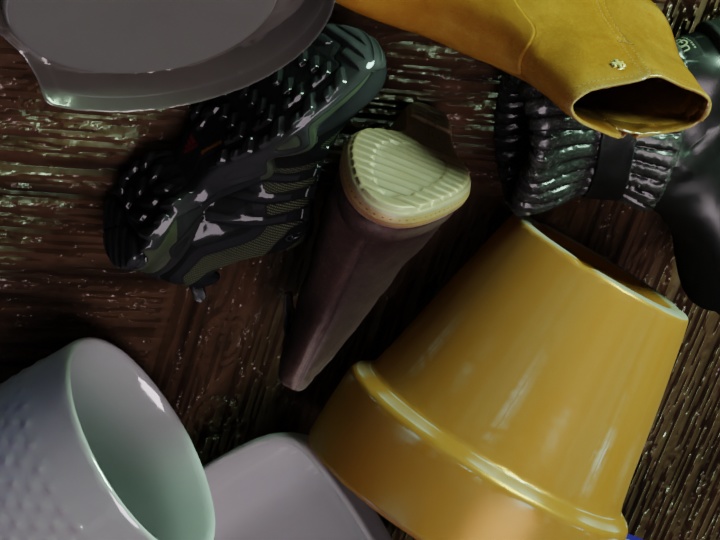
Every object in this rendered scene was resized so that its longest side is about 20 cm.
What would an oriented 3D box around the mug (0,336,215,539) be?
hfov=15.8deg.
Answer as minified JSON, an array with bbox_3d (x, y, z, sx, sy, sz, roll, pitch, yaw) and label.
[{"bbox_3d":[-0.185,0.166,1.537,0.175,0.148,0.200,-30,97,17],"label":"mug"}]

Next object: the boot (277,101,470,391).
[{"bbox_3d":[0.000,0.000,1.464,0.072,0.200,0.167,26,107,1],"label":"boot"}]

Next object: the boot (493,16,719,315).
[{"bbox_3d":[0.162,-0.048,1.558,0.158,0.079,0.211,-18,121,-15],"label":"boot"}]

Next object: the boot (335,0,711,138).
[{"bbox_3d":[0.087,-0.131,1.422,0.201,0.144,0.071,4,125,-23],"label":"boot"}]

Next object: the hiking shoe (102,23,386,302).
[{"bbox_3d":[-0.053,-0.062,1.484,0.200,0.076,0.101,-38,142,20],"label":"hiking shoe"}]

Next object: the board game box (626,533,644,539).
[{"bbox_3d":[0.125,0.209,1.674,0.200,0.152,0.045,-4,103,-38],"label":"board game box"}]

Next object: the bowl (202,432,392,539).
[{"bbox_3d":[-0.049,0.213,1.627,0.200,0.200,0.075,-35,170,27],"label":"bowl"}]

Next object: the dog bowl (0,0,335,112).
[{"bbox_3d":[-0.114,-0.156,1.339,0.200,0.059,0.200,-8,154,-4],"label":"dog bowl"}]

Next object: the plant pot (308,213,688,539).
[{"bbox_3d":[0.099,0.074,1.575,0.200,0.200,0.183,26,100,-34],"label":"plant pot"}]
